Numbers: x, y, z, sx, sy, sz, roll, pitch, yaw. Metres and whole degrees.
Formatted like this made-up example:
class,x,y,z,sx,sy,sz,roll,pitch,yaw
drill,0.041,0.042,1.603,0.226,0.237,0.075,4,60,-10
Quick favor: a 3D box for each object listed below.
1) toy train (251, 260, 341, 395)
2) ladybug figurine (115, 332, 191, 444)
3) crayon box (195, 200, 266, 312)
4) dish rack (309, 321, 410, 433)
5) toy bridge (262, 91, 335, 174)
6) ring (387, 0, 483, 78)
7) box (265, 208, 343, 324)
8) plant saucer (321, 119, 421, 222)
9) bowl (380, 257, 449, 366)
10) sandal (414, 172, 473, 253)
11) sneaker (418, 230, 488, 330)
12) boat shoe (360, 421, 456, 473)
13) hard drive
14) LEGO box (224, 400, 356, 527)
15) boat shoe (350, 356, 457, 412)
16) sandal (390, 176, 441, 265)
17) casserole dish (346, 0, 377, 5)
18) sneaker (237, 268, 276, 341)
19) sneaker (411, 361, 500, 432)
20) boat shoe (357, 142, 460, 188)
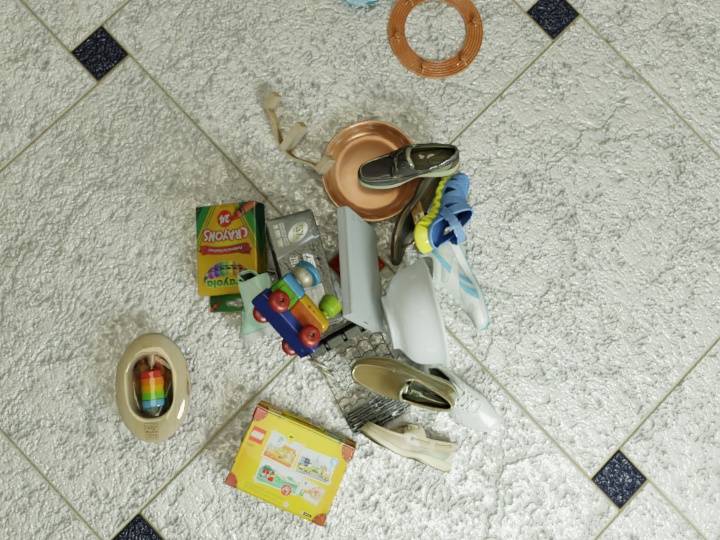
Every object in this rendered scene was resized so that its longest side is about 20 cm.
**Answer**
class,x,y,z,sx,sy,sz,roll,pitch,yaw
toy train,-0.069,0.087,0.928,0.200,0.084,0.116,49,54,-8
ladybug figurine,-0.378,0.216,1.069,0.134,0.072,0.203,-2,85,-3
crayon box,-0.242,-0.023,1.091,0.125,0.051,0.203,-5,85,14
dish rack,0.005,0.199,1.100,0.152,0.055,0.202,-28,89,-3
toy bridge,-0.132,-0.260,1.130,0.200,0.027,0.067,50,118,15
ring,0.155,-0.493,1.183,0.198,0.019,0.203,0,84,-3
box,-0.106,0.009,1.051,0.085,0.164,0.202,-16,85,-10
plant saucer,0.021,-0.193,1.142,0.197,0.037,0.203,0,86,-2
bowl,0.090,0.083,1.041,0.089,0.201,0.203,-13,86,-1
sandal,0.175,-0.108,1.088,0.086,0.080,0.201,2,49,33
sneaker,0.184,0.028,1.117,0.080,0.077,0.202,-27,80,2
boat shoe,0.091,0.314,1.074,0.199,0.072,0.066,27,77,-17
hard drive,0.000,0.000,1.054,0.026,0.132,0.202,-13,67,23
LEGO box,-0.127,0.352,1.067,0.198,0.077,0.150,24,84,0
boat shoe,0.074,0.203,1.023,0.198,0.076,0.073,11,99,11
sandal,0.114,-0.099,1.115,0.054,0.082,0.201,25,76,24
casserole dish,0.003,-0.629,1.177,0.120,0.039,0.203,9,85,-2
sneaker,-0.185,0.058,1.034,0.073,0.200,0.119,-23,89,-28
sneaker,0.181,0.239,1.087,0.199,0.087,0.075,36,83,0
boat shoe,0.089,-0.205,1.085,0.198,0.065,0.074,-12,71,2
